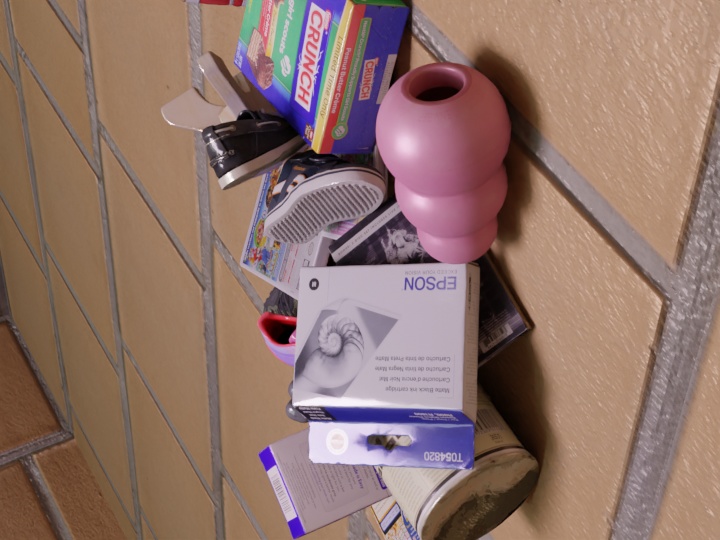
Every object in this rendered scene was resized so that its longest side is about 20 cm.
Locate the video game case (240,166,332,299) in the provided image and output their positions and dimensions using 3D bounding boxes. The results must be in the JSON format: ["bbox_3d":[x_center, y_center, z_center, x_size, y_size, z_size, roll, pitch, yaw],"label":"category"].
[{"bbox_3d":[-0.085,-0.052,1.827,0.199,0.018,0.145,27,103,60],"label":"video game case"}]

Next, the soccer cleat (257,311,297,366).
[{"bbox_3d":[-0.042,0.098,1.814,0.198,0.067,0.077,16,160,40],"label":"soccer cleat"}]

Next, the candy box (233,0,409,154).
[{"bbox_3d":[-0.045,-0.243,1.554,0.200,0.076,0.171,47,133,41],"label":"candy box"}]

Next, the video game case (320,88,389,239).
[{"bbox_3d":[-0.008,-0.131,1.614,0.143,0.018,0.203,-164,73,-64],"label":"video game case"}]

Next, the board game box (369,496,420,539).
[{"bbox_3d":[0.041,0.256,1.856,0.202,0.046,0.152,63,158,17],"label":"board game box"}]

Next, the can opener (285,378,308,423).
[{"bbox_3d":[-0.041,0.097,1.655,0.066,0.200,0.053,13,122,12],"label":"can opener"}]

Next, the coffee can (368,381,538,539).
[{"bbox_3d":[0.074,0.169,1.570,0.201,0.145,0.147,55,153,34],"label":"coffee can"}]

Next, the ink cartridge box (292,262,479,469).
[{"bbox_3d":[0.024,0.094,1.491,0.197,0.040,0.203,-3,82,30],"label":"ink cartridge box"}]

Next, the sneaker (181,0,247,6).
[{"bbox_3d":[-0.144,-0.393,1.746,0.071,0.111,0.203,121,155,-66],"label":"sneaker"}]

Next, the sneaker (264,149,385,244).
[{"bbox_3d":[-0.039,-0.092,1.570,0.199,0.078,0.080,-22,52,54],"label":"sneaker"}]

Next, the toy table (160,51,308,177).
[{"bbox_3d":[-0.131,-0.187,1.743,0.118,0.182,0.200,60,177,7],"label":"toy table"}]

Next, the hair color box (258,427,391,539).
[{"bbox_3d":[-0.006,0.219,1.730,0.111,0.198,0.065,66,159,8],"label":"hair color box"}]

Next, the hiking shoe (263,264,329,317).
[{"bbox_3d":[-0.072,0.056,1.918,0.101,0.075,0.201,60,155,33],"label":"hiking shoe"}]

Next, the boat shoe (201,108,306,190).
[{"bbox_3d":[-0.098,-0.146,1.581,0.072,0.200,0.068,-34,89,33],"label":"boat shoe"}]

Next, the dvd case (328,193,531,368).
[{"bbox_3d":[0.066,0.017,1.510,0.148,0.016,0.202,-37,68,21],"label":"dvd case"}]

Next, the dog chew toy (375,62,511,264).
[{"bbox_3d":[0.082,-0.090,1.383,0.125,0.123,0.202,47,156,45],"label":"dog chew toy"}]
